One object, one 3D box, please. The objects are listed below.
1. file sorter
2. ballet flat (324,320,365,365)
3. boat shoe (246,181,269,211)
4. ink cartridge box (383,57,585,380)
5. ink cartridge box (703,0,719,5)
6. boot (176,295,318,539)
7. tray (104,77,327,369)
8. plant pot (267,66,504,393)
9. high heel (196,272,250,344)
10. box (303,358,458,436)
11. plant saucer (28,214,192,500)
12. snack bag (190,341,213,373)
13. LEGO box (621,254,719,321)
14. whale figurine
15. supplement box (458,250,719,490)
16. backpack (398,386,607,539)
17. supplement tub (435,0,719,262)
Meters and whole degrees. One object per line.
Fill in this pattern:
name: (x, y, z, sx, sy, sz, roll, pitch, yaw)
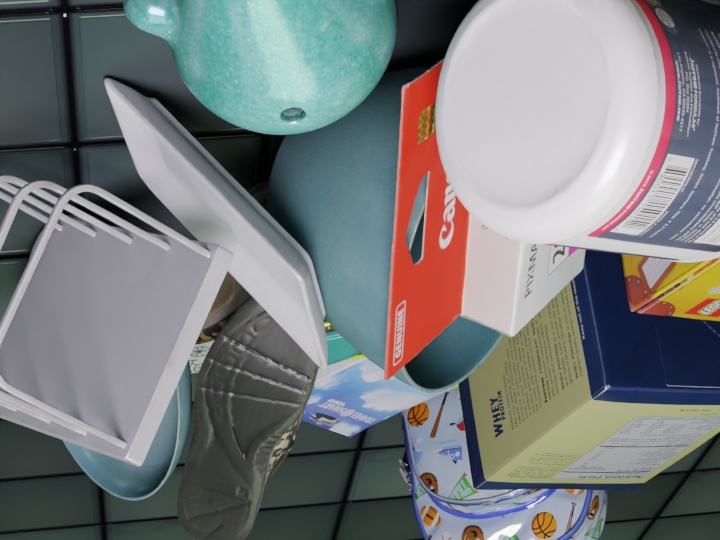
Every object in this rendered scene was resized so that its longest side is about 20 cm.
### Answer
file sorter: (-0.202, 0.018, 1.255, 0.124, 0.140, 0.199, 31, 167, -36)
ballet flat: (0.006, 0.035, 1.530, 0.198, 0.067, 0.067, -7, 140, -4)
boat shoe: (0.000, 0.000, 1.387, 0.199, 0.072, 0.076, 11, 117, -34)
ink cartridge box: (0.081, -0.050, 1.175, 0.043, 0.173, 0.201, 21, 128, 25)
ink cartridge box: (0.284, -0.142, 1.209, 0.145, 0.087, 0.200, 6, 153, -29)
boot: (-0.065, 0.067, 1.388, 0.073, 0.154, 0.205, 20, 119, 1)
tray: (-0.082, -0.034, 1.233, 0.022, 0.200, 0.108, -37, 150, -14)
plant pot: (0.022, -0.042, 1.267, 0.134, 0.201, 0.200, 22, 170, 27)
high heel: (-0.051, 0.022, 1.486, 0.199, 0.072, 0.142, -33, 142, 24)
box: (0.036, 0.066, 1.639, 0.199, 0.048, 0.122, -27, 151, 25)
plant saucer: (-0.171, 0.058, 1.406, 0.027, 0.201, 0.200, -15, 165, -35)
snack bag: (-0.152, 0.042, 1.580, 0.187, 0.022, 0.200, -7, 157, 1)
LEGO box: (0.273, -0.038, 1.239, 0.148, 0.078, 0.200, 6, 155, -27)
whale figurine: (-0.050, -0.143, 1.079, 0.158, 0.105, 0.200, -10, 157, 7)
supplement box: (0.164, 0.029, 1.418, 0.133, 0.202, 0.200, 4, 154, -23)
backpack: (0.123, 0.163, 1.723, 0.198, 0.192, 0.154, -17, 159, 17)
supplement tub: (0.149, -0.078, 1.080, 0.140, 0.142, 0.199, -27, 158, 39)
